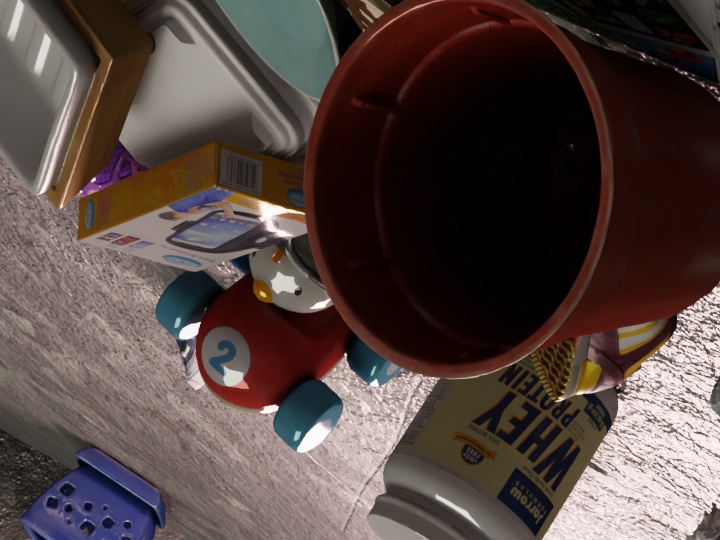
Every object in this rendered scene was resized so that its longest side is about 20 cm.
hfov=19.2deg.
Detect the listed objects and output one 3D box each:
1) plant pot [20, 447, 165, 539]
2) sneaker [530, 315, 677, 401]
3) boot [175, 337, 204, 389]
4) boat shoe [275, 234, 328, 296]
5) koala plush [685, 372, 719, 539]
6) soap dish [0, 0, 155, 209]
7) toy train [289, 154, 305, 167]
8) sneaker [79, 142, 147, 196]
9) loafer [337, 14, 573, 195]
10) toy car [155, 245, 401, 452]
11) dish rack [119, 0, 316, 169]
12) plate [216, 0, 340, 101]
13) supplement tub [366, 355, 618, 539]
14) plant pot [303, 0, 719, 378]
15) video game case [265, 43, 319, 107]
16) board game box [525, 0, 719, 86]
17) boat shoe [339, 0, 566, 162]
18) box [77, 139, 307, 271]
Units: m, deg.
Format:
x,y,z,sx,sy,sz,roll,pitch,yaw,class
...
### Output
x,y,z,sx,sy,sz,roll,pitch,yaw,class
-0.439,0.425,3.609,0.199,0.181,0.200,31,163,9,plant pot
0.183,0.011,1.472,0.075,0.089,0.201,64,153,29,sneaker
-0.176,0.063,2.315,0.090,0.073,0.200,42,155,-1,boot
0.000,0.000,1.709,0.199,0.076,0.060,27,-167,-35,boat shoe
0.300,0.154,1.388,0.177,0.201,0.184,37,163,-6,koala plush
-0.240,-0.172,1.578,0.200,0.081,0.158,52,139,24,soap dish
-0.090,-0.120,1.645,0.199,0.056,0.150,25,161,32,toy train
-0.209,-0.081,1.962,0.088,0.081,0.200,21,164,20,sneaker
0.059,-0.096,1.396,0.200,0.068,0.070,37,155,-19,loafer
-0.062,0.012,1.792,0.184,0.177,0.201,41,154,20,toy car
-0.132,-0.128,1.599,0.172,0.044,0.199,49,145,-13,dish rack
-0.065,-0.198,1.361,0.200,0.025,0.201,49,164,19,plate
0.108,0.155,1.763,0.144,0.201,0.145,31,163,10,supplement tub
0.106,-0.044,1.169,0.200,0.203,0.194,21,-167,37,plant pot
0.033,-0.068,1.476,0.182,0.023,0.200,45,180,35,video game case
0.112,-0.177,1.129,0.199,0.035,0.126,27,163,25,board game box
0.048,-0.147,1.293,0.200,0.072,0.068,49,164,-12,boat shoe
-0.125,-0.043,1.624,0.118,0.042,0.199,16,155,-39,box
